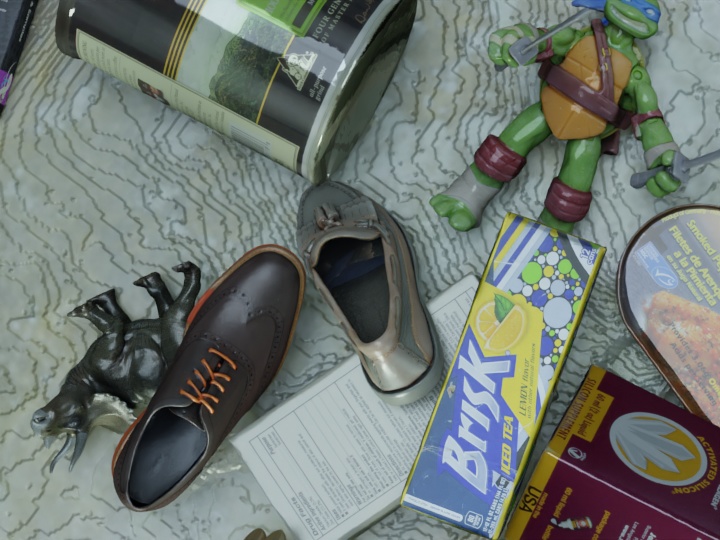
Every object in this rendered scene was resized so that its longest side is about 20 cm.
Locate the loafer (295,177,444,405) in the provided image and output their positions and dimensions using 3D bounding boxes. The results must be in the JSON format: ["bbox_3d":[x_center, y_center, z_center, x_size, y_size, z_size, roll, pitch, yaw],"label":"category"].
[{"bbox_3d":[0.000,0.000,1.544,0.072,0.063,0.200,-32,46,7],"label":"loafer"}]

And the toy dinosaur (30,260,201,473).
[{"bbox_3d":[-0.137,0.055,1.610,0.200,0.077,0.102,-22,94,-1],"label":"toy dinosaur"}]

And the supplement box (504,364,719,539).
[{"bbox_3d":[0.209,0.161,1.515,0.200,0.110,0.086,26,127,8],"label":"supplement box"}]

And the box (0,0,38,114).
[{"bbox_3d":[-0.294,-0.223,1.664,0.143,0.036,0.200,18,88,7],"label":"box"}]

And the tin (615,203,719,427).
[{"bbox_3d":[0.254,0.047,1.571,0.112,0.042,0.200,-36,82,7],"label":"tin"}]

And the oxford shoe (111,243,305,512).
[{"bbox_3d":[-0.095,0.075,1.540,0.071,0.073,0.200,29,94,-7],"label":"oxford shoe"}]

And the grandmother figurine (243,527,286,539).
[{"bbox_3d":[-0.005,0.251,1.548,0.200,0.121,0.061,43,79,-15],"label":"grandmother figurine"}]

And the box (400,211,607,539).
[{"bbox_3d":[0.091,0.069,1.503,0.070,0.064,0.200,20,87,6],"label":"box"}]

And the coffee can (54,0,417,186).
[{"bbox_3d":[-0.083,-0.167,1.577,0.200,0.146,0.147,28,89,8],"label":"coffee can"}]

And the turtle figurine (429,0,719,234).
[{"bbox_3d":[0.136,-0.090,1.531,0.144,0.200,0.194,20,112,-32],"label":"turtle figurine"}]

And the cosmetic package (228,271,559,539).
[{"bbox_3d":[0.024,0.099,1.576,0.200,0.073,0.104,-34,82,3],"label":"cosmetic package"}]
